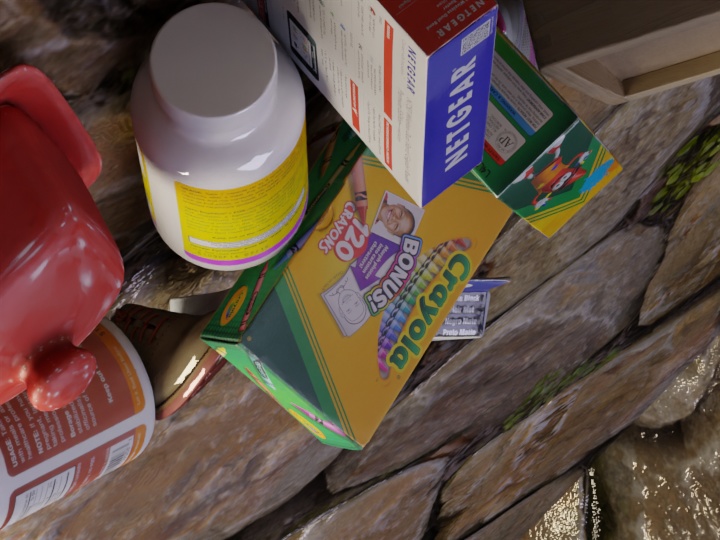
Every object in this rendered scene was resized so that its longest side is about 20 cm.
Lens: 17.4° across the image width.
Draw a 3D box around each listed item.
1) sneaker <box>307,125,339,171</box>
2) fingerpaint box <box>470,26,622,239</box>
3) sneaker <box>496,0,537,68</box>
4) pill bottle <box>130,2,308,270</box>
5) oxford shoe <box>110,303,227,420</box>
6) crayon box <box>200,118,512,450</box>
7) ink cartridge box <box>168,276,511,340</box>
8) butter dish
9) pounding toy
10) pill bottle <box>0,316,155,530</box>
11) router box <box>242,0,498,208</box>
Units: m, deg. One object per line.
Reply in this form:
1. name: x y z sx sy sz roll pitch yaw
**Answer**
1. sneaker: -0.028 -0.044 1.674 0.199 0.082 0.078 -22 154 -53
2. fingerpaint box: 0.061 -0.124 1.464 0.073 0.200 0.167 -43 165 6
3. sneaker: 0.089 -0.114 1.701 0.088 0.081 0.201 -33 142 -51
4. pill bottle: -0.083 -0.081 1.410 0.104 0.104 0.200 -38 164 -14
5. oxford shoe: -0.142 0.056 1.596 0.070 0.075 0.200 -46 -172 -33
6. crayon box: 0.000 0.000 1.531 0.058 0.119 0.201 3 -124 58
7. ink cartridge box: -0.018 0.032 1.672 0.198 0.041 0.200 0 176 -20
8. butter dish: -0.203 0.014 1.301 0.200 0.148 0.200 -41 165 -5
9. pounding toy: 0.195 -0.203 1.578 0.183 0.144 0.200 -16 169 22
10. pill bottle: -0.238 0.107 1.524 0.199 0.112 0.112 -26 158 -43
11. router box: -0.003 -0.149 1.290 0.049 0.180 0.200 -37 164 -13
